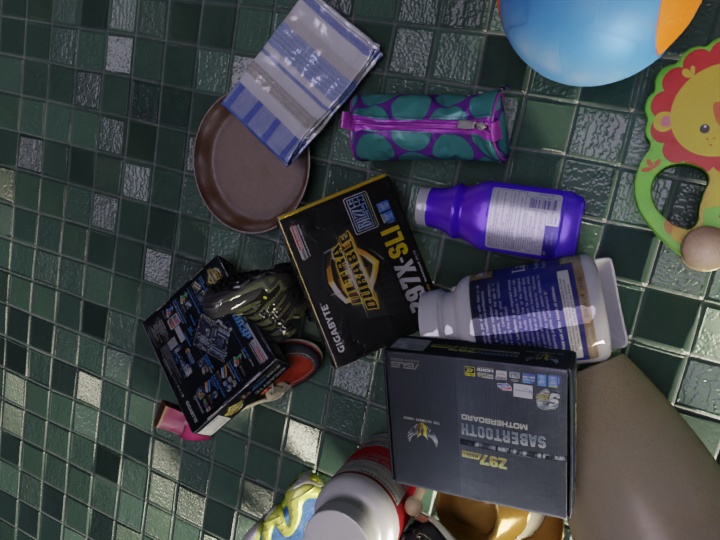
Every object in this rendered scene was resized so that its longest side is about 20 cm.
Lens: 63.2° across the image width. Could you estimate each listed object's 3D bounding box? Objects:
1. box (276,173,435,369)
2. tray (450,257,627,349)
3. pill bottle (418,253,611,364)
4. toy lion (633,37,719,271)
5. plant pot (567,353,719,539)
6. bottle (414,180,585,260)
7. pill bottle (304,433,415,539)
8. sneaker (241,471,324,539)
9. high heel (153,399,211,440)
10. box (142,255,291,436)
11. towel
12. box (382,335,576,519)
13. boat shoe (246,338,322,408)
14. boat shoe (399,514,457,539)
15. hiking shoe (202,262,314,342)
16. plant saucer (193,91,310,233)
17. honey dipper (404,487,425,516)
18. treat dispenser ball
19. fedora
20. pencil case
[{"bbox_3d":[0.000,0.000,0.753,0.157,0.049,0.204,-22,88,-12],"label":"box"},{"bbox_3d":[0.217,0.054,0.725,0.196,0.022,0.110,-12,91,23],"label":"tray"},{"bbox_3d":[0.171,0.056,0.663,0.195,0.115,0.119,-11,93,19],"label":"pill bottle"},{"bbox_3d":[0.373,-0.130,0.621,0.200,0.068,0.193,-46,72,21],"label":"toy lion"},{"bbox_3d":[0.291,0.204,0.644,0.185,0.186,0.204,-27,72,23],"label":"plant pot"},{"bbox_3d":[0.164,-0.064,0.708,0.195,0.065,0.086,10,99,21],"label":"bottle"},{"bbox_3d":[0.009,0.296,0.744,0.110,0.199,0.115,3,98,22],"label":"pill bottle"},{"bbox_3d":[-0.107,0.401,0.873,0.105,0.075,0.201,43,109,11],"label":"sneaker"},{"bbox_3d":[-0.244,0.169,0.928,0.203,0.095,0.067,-63,31,4],"label":"high heel"},{"bbox_3d":[-0.211,0.105,0.842,0.158,0.046,0.201,-41,62,6],"label":"box"},{"bbox_3d":[-0.082,-0.259,0.786,0.147,0.024,0.201,43,97,13],"label":"towel"},{"bbox_3d":[0.124,0.159,0.616,0.196,0.051,0.162,3,106,28],"label":"box"},{"bbox_3d":[-0.141,0.160,0.855,0.197,0.063,0.072,-23,111,24],"label":"boat shoe"},{"bbox_3d":[0.082,0.349,0.723,0.066,0.200,0.075,-40,86,-17],"label":"boat shoe"},{"bbox_3d":[-0.117,0.048,0.766,0.074,0.198,0.103,-4,97,37],"label":"hiking shoe"},{"bbox_3d":[-0.154,-0.157,0.847,0.195,0.032,0.206,3,97,22],"label":"plant saucer"},{"bbox_3d":[0.102,0.202,0.719,0.037,0.038,0.203,25,83,17],"label":"honey dipper"},{"bbox_3d":[0.233,-0.290,0.578,0.196,0.200,0.207,3,98,22],"label":"treat dispenser ball"},{"bbox_3d":[0.148,0.273,0.704,0.199,0.080,0.206,24,119,52],"label":"fedora"},{"bbox_3d":[0.082,-0.175,0.714,0.195,0.092,0.088,5,99,23],"label":"pencil case"}]
